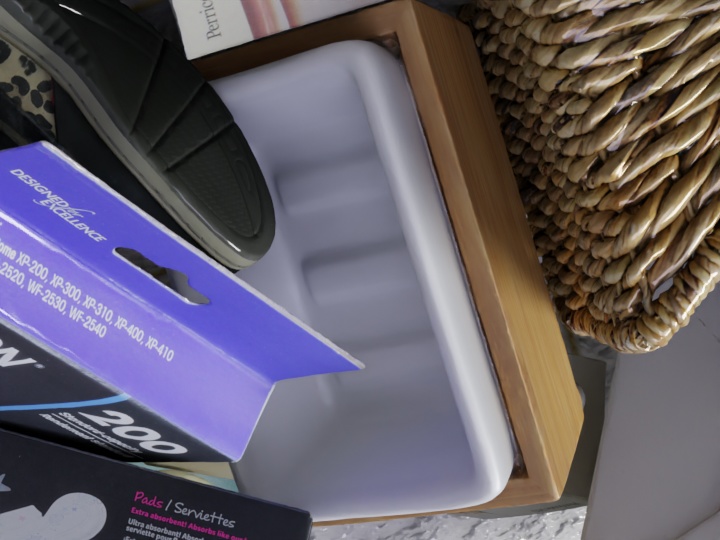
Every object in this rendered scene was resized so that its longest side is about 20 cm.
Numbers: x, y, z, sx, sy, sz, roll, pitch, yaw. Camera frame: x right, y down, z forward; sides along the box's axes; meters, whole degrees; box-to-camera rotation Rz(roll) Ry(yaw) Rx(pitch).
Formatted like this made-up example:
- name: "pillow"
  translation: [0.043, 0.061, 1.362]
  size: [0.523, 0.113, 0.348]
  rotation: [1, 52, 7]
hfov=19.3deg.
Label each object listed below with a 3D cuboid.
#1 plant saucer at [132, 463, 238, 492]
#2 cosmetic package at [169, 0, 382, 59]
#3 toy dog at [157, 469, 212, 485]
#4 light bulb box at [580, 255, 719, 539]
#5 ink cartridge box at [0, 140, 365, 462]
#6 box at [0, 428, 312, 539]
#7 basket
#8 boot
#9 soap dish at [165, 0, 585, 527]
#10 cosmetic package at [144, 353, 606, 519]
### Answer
- name: "plant saucer"
  translation: [-0.143, 0.145, 1.086]
  size: [0.198, 0.036, 0.201]
  rotation: [-10, 136, -10]
- name: "cosmetic package"
  translation: [0.011, -0.167, 0.787]
  size: [0.199, 0.088, 0.104]
  rotation: [-18, 138, -2]
- name: "toy dog"
  translation: [-0.113, 0.193, 1.042]
  size: [0.200, 0.139, 0.194]
  rotation: [38, 85, -43]
- name: "light bulb box"
  translation: [0.182, 0.130, 1.034]
  size: [0.124, 0.199, 0.200]
  rotation: [7, 149, 16]
- name: "ink cartridge box"
  translation: [-0.132, 0.022, 0.796]
  size: [0.199, 0.044, 0.198]
  rotation: [-7, 152, 35]
- name: "box"
  translation: [-0.132, 0.140, 0.872]
  size: [0.199, 0.115, 0.132]
  rotation: [16, 158, -3]
- name: "basket"
  translation: [0.131, -0.062, 0.830]
  size: [0.142, 0.150, 0.200]
  rotation: [-19, -178, -4]
- name: "boot"
  translation: [-0.146, -0.044, 0.823]
  size: [0.204, 0.074, 0.154]
  rotation: [44, 118, -8]
- name: "soap dish"
  translation: [0.000, 0.000, 0.861]
  size: [0.157, 0.201, 0.081]
  rotation: [-11, -172, 41]
- name: "cosmetic package"
  translation: [0.008, 0.067, 1.007]
  size: [0.199, 0.074, 0.103]
  rotation: [13, 163, -29]
